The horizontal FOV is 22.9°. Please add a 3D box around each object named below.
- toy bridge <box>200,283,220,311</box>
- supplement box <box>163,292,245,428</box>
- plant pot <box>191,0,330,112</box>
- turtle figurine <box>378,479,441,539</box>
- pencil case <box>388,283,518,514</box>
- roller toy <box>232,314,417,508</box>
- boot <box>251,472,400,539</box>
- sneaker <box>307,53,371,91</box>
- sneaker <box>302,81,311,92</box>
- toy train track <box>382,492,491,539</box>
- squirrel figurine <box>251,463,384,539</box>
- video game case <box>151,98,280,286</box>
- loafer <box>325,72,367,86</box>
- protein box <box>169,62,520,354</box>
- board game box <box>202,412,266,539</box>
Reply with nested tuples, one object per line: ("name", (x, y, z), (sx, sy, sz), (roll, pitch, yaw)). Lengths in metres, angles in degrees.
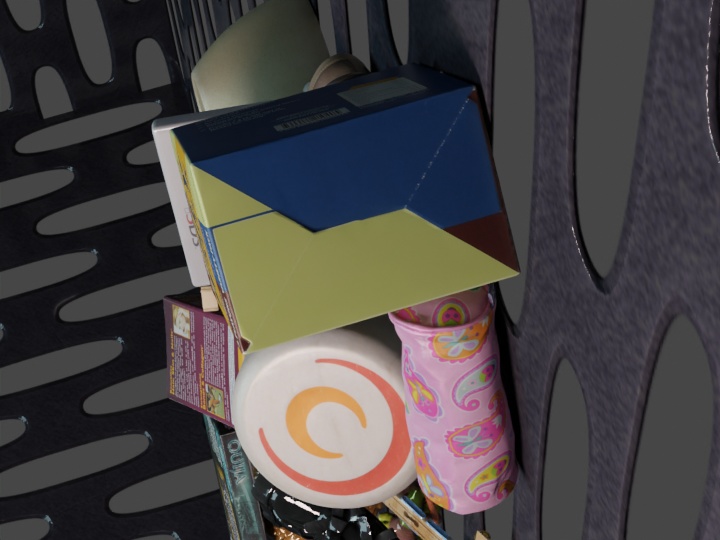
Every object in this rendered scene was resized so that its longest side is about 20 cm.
("toy bridge", (-0.060, 0.014, 1.752), (0.067, 0.199, 0.027), (-63, -31, -74))
("supplement box", (-0.120, 0.087, 1.784), (0.200, 0.085, 0.111), (15, 108, 60))
("plant pot", (-0.102, -0.182, 1.868), (0.200, 0.134, 0.201), (164, 90, -82))
("turtle figurine", (0.060, 0.184, 1.719), (0.161, 0.064, 0.201), (113, 153, -54))
("pencil case", (0.073, 0.090, 1.355), (0.088, 0.087, 0.201), (-116, 13, -54))
("roller toy", (-0.016, 0.102, 1.577), (0.200, 0.183, 0.140), (36, -153, -9))
("boot", (-0.015, 0.249, 1.693), (0.162, 0.073, 0.198), (35, 173, 16))
("sneaker", (-0.031, -0.090, 1.581), (0.076, 0.070, 0.201), (-125, 41, -52))
("sneaker", (-0.039, -0.087, 1.723), (0.078, 0.099, 0.201), (-114, 10, -64))
("toy train track", (0.085, 0.241, 1.583), (0.200, 0.032, 0.115), (39, 142, 29))
("squirrel figurine", (-0.051, 0.197, 1.894), (0.200, 0.186, 0.142), (-69, -27, -44))
("video game case", (-0.080, -0.076, 1.678), (0.023, 0.199, 0.183), (-94, -6, -55))
("loafer", (0.015, -0.077, 1.514), (0.071, 0.073, 0.200), (48, 160, 50))
("protein box", (-0.018, -0.052, 1.256), (0.200, 0.198, 0.135), (-133, 28, -76))
("board game box", (-0.129, 0.236, 1.878), (0.135, 0.028, 0.201), (-131, 29, -67))
